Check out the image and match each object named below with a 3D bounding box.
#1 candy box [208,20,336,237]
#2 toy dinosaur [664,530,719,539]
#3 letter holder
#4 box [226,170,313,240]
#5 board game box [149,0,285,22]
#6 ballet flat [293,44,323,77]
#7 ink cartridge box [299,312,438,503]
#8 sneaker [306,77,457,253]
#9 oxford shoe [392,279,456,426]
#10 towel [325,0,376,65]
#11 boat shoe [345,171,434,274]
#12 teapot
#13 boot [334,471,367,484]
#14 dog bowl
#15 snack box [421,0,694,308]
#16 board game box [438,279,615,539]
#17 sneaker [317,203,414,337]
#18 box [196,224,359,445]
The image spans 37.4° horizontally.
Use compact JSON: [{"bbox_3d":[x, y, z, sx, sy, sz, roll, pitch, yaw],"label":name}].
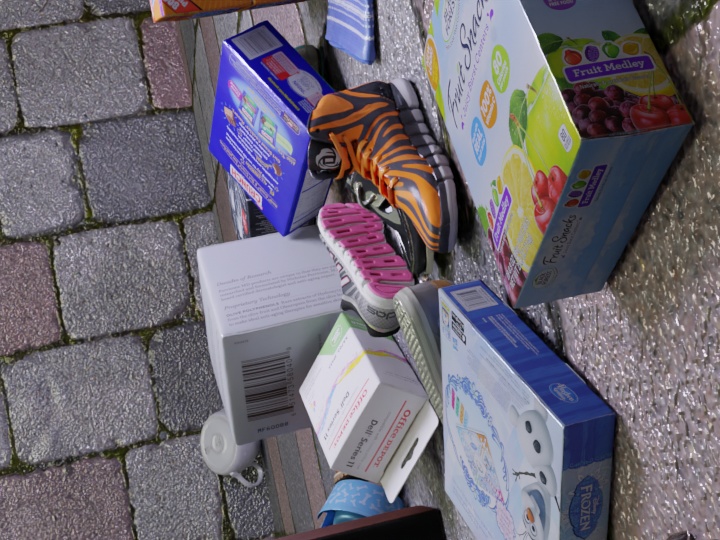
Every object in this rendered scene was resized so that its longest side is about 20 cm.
[{"bbox_3d":[-0.103,-0.170,1.300,0.169,0.077,0.200,48,147,18],"label":"candy box"},{"bbox_3d":[0.169,0.220,0.563,0.200,0.085,0.137,118,134,-80],"label":"toy dinosaur"},{"bbox_3d":[-0.013,0.335,1.202,0.142,0.198,0.101,146,113,-77],"label":"letter holder"},{"bbox_3d":[-0.142,-0.104,1.658,0.201,0.103,0.183,-113,16,-47],"label":"box"},{"bbox_3d":[-0.154,-0.404,1.231,0.200,0.198,0.202,-143,43,-72],"label":"board game box"},{"bbox_3d":[-0.077,-0.196,1.375,0.068,0.062,0.201,-119,22,-55],"label":"ballet flat"},{"bbox_3d":[0.005,0.147,1.165,0.118,0.067,0.200,-62,26,15],"label":"ink cartridge box"},{"bbox_3d":[0.012,-0.086,0.939,0.078,0.111,0.201,92,162,-47],"label":"sneaker"},{"bbox_3d":[0.082,0.088,0.916,0.075,0.057,0.201,50,163,53],"label":"oxford shoe"},{"bbox_3d":[-0.018,-0.321,1.092,0.145,0.024,0.202,-127,29,-63],"label":"towel"},{"bbox_3d":[0.021,-0.077,1.017,0.072,0.067,0.201,92,160,-61],"label":"boat shoe"},{"bbox_3d":[-0.356,0.498,3.078,0.197,0.145,0.202,24,103,41],"label":"teapot"},{"bbox_3d":[0.007,0.201,1.327,0.200,0.074,0.108,115,147,-56],"label":"boot"},{"bbox_3d":[0.002,0.327,1.361,0.201,0.111,0.050,98,-170,-57],"label":"dog bowl"},{"bbox_3d":[0.101,-0.107,0.622,0.169,0.067,0.201,99,159,-58],"label":"snack box"},{"bbox_3d":[0.117,0.139,0.792,0.200,0.043,0.200,-128,31,-57],"label":"board game box"},{"bbox_3d":[0.000,0.000,1.156,0.200,0.073,0.088,-122,30,-49],"label":"sneaker"},{"bbox_3d":[-0.092,0.078,1.354,0.172,0.198,0.200,-117,19,-46],"label":"box"}]
